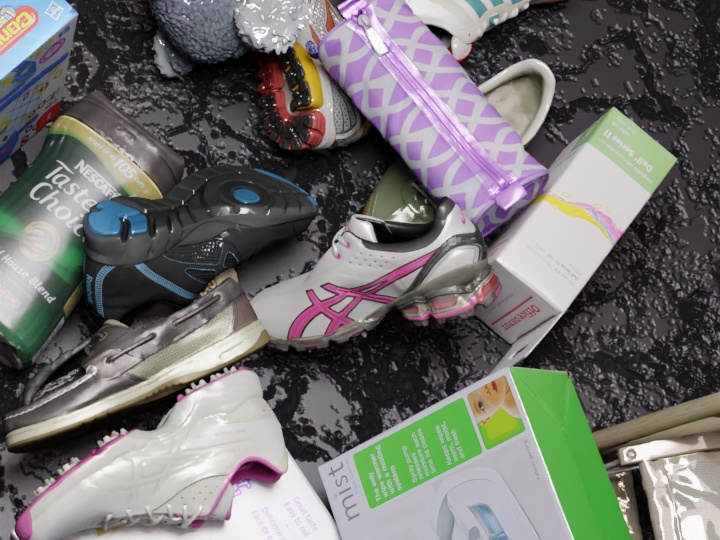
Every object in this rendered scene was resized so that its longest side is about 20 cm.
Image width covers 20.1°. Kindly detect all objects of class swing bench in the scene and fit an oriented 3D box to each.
[{"bbox_3d":[0.217,0.207,1.459,0.130,0.200,0.199,14,64,-54],"label":"swing bench"}]

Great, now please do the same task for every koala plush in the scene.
[{"bbox_3d":[-0.115,-0.247,1.514,0.184,0.177,0.201,-13,91,-48],"label":"koala plush"}]

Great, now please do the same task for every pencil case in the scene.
[{"bbox_3d":[0.053,-0.117,1.487,0.084,0.086,0.200,-38,79,-12],"label":"pencil case"}]

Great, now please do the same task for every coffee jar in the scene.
[{"bbox_3d":[-0.221,-0.032,1.482,0.104,0.085,0.200,38,69,1],"label":"coffee jar"}]

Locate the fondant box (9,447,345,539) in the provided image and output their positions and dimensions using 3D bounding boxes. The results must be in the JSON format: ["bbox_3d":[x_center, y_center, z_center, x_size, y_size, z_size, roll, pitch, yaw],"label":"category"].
[{"bbox_3d":[-0.128,0.196,1.443,0.200,0.058,0.144,-31,80,-20],"label":"fondant box"}]

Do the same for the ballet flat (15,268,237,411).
[{"bbox_3d":[-0.164,0.059,1.479,0.200,0.057,0.066,-40,84,-20],"label":"ballet flat"}]

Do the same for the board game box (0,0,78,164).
[{"bbox_3d":[-0.294,-0.102,1.428,0.056,0.200,0.196,44,70,3],"label":"board game box"}]

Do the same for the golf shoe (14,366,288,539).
[{"bbox_3d":[-0.138,0.146,1.391,0.200,0.075,0.092,-30,82,-17],"label":"golf shoe"}]

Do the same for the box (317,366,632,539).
[{"bbox_3d":[0.090,0.194,1.413,0.176,0.097,0.200,-29,69,27],"label":"box"}]

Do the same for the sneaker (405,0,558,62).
[{"bbox_3d":[0.085,-0.202,1.600,0.199,0.070,0.094,-3,75,-23],"label":"sneaker"}]

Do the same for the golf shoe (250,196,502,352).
[{"bbox_3d":[0.000,0.000,1.479,0.200,0.073,0.092,-15,110,23],"label":"golf shoe"}]

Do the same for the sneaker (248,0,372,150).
[{"bbox_3d":[-0.046,-0.181,1.581,0.082,0.078,0.200,2,66,-39],"label":"sneaker"}]

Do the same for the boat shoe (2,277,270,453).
[{"bbox_3d":[-0.163,0.065,1.422,0.200,0.072,0.066,-23,84,-17],"label":"boat shoe"}]

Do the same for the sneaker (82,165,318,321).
[{"bbox_3d":[-0.120,-0.022,1.476,0.200,0.082,0.073,-14,38,-36],"label":"sneaker"}]

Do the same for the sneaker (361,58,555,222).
[{"bbox_3d":[0.078,-0.092,1.558,0.067,0.090,0.200,44,70,3],"label":"sneaker"}]

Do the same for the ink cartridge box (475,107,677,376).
[{"bbox_3d":[0.141,-0.017,1.532,0.067,0.117,0.200,39,69,-2],"label":"ink cartridge box"}]
